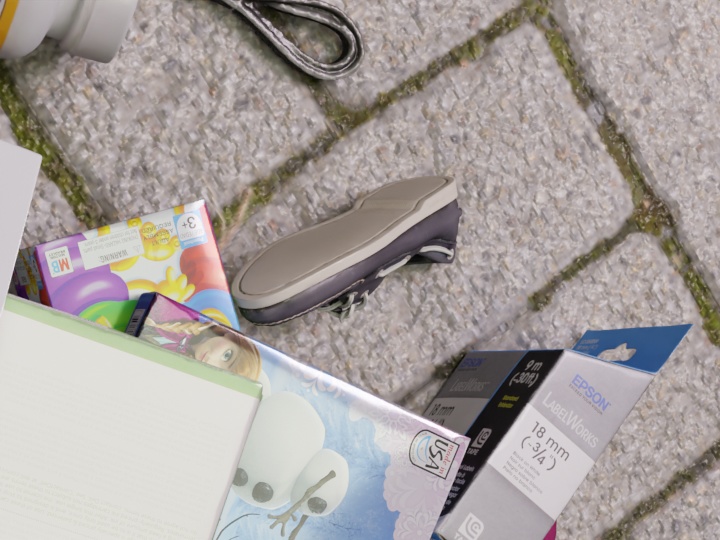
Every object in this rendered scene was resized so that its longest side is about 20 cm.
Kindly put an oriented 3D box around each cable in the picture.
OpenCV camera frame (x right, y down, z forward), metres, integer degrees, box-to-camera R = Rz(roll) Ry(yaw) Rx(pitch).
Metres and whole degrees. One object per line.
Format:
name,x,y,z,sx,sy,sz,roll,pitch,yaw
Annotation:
cable,-0.082,-0.181,0.986,0.200,0.050,0.097,46,77,-13

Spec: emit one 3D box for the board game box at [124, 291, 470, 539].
board game box,-0.067,0.143,0.873,0.198,0.043,0.201,26,81,-17

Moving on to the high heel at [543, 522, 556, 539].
high heel,0.116,0.217,1.043,0.096,0.067,0.201,18,95,-14

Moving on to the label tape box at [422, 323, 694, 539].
label tape box,0.097,0.094,0.998,0.063,0.144,0.200,41,74,-13

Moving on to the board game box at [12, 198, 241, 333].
board game box,-0.122,0.071,0.934,0.105,0.103,0.201,-17,94,-21

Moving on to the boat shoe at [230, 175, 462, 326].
boat shoe,0.000,0.000,0.976,0.200,0.072,0.063,-32,118,-48

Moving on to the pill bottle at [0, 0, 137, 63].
pill bottle,-0.225,-0.183,0.898,0.199,0.113,0.113,15,83,-20

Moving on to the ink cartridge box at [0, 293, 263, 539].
ink cartridge box,-0.147,0.127,0.801,0.145,0.048,0.201,20,82,-13

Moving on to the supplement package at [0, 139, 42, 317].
supplement package,-0.287,0.005,0.778,0.191,0.200,0.148,21,66,-25
